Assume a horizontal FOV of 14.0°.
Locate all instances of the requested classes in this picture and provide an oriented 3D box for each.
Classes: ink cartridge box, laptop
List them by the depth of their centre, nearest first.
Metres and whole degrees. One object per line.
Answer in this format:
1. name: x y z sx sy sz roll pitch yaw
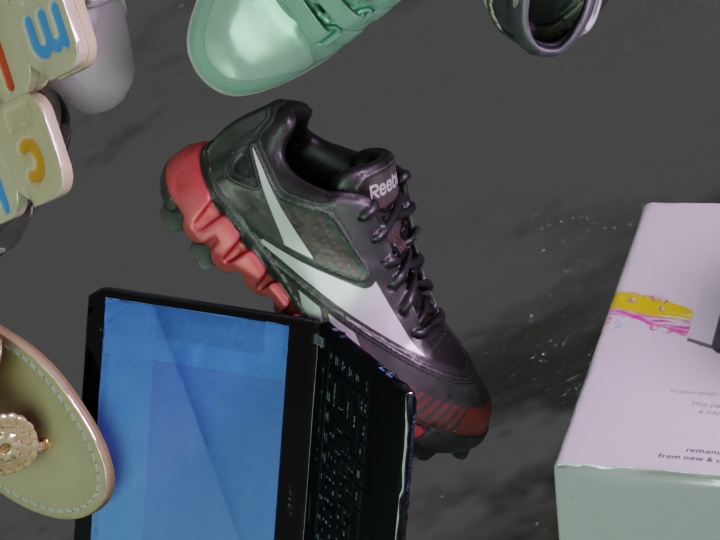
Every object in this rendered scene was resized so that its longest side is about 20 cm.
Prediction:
1. ink cartridge box: 0.177 0.085 1.276 0.144 0.200 0.148 4 125 16
2. laptop: -0.058 0.115 1.330 0.103 0.200 0.178 0 103 -18

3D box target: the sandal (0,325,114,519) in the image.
1. sandal: -0.209 0.044 1.378 0.078 0.070 0.212 -43 82 32

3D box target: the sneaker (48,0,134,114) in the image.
1. sneaker: -0.131 -0.172 1.356 0.084 0.073 0.201 -13 104 22

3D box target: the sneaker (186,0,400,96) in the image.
1. sneaker: -0.017 -0.137 1.312 0.200 0.118 0.074 -38 97 25

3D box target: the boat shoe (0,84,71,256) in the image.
1. boat shoe: -0.205 -0.020 1.449 0.200 0.057 0.067 -42 58 20

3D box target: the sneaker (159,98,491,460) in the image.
1. sneaker: 0.000 0.000 1.381 0.201 0.071 0.098 47 116 -2

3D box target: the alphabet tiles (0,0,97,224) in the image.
1. alphabet tiles: -0.191 -0.117 1.361 0.200 0.015 0.197 -20 88 50

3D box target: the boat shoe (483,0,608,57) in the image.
1. boat shoe: 0.120 -0.180 1.275 0.072 0.063 0.201 25 111 -18
